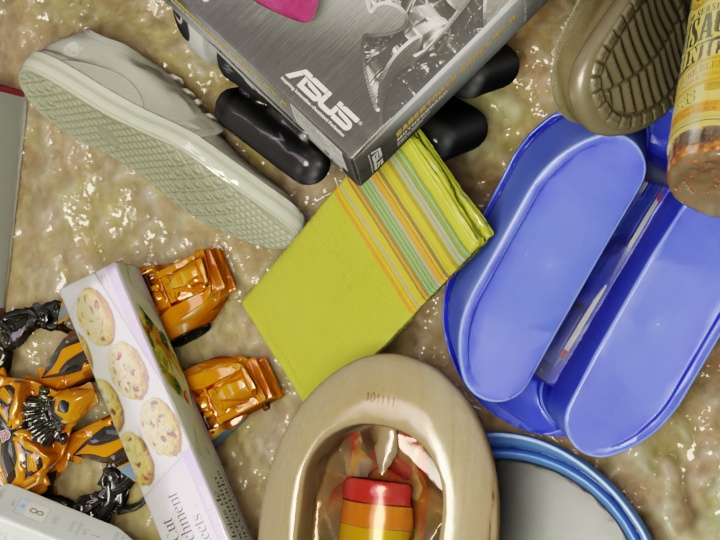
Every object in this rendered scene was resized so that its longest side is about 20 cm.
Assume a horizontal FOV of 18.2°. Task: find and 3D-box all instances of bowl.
[{"bbox_3d":[0.077,0.191,1.271,0.199,0.039,0.203,-1,88,17],"label":"bowl"}]

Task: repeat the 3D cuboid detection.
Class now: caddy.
[{"bbox_3d":[0.129,0.003,1.228,0.141,0.105,0.201,28,102,-6],"label":"caddy"}]

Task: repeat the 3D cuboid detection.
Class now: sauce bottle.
[{"bbox_3d":[0.201,-0.125,1.173,0.065,0.066,0.201,2,57,17],"label":"sauce bottle"}]

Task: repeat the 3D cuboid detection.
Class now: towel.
[{"bbox_3d":[0.000,0.000,1.256,0.086,0.018,0.200,58,139,14],"label":"towel"}]

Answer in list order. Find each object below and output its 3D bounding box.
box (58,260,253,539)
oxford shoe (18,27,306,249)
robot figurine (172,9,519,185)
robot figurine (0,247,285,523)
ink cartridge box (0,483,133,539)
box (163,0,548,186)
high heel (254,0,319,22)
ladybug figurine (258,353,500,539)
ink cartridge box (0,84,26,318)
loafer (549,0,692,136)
[{"bbox_3d":[-0.111,0.093,1.270,0.041,0.039,0.201,-25,81,13],"label":"box"},{"bbox_3d":[-0.110,-0.082,1.326,0.199,0.075,0.058,33,62,14],"label":"oxford shoe"},{"bbox_3d":[-0.013,-0.138,1.262,0.199,0.125,0.151,34,74,15],"label":"robot figurine"},{"bbox_3d":[-0.153,0.072,1.334,0.199,0.058,0.146,-27,80,14],"label":"robot figurine"},{"bbox_3d":[-0.147,0.235,1.325,0.199,0.047,0.161,21,111,-1],"label":"ink cartridge box"},{"bbox_3d":[-0.015,-0.168,1.183,0.158,0.048,0.200,-44,74,-6],"label":"box"},{"bbox_3d":[-0.010,-0.225,1.153,0.096,0.067,0.201,41,66,-14],"label":"high heel"},{"bbox_3d":[0.014,0.146,1.233,0.135,0.072,0.202,10,91,18],"label":"ladybug figurine"},{"bbox_3d":[-0.325,-0.052,1.346,0.198,0.145,0.146,6,90,18],"label":"ink cartridge box"},{"bbox_3d":[0.143,-0.138,1.203,0.067,0.200,0.076,0,124,33],"label":"loafer"}]
